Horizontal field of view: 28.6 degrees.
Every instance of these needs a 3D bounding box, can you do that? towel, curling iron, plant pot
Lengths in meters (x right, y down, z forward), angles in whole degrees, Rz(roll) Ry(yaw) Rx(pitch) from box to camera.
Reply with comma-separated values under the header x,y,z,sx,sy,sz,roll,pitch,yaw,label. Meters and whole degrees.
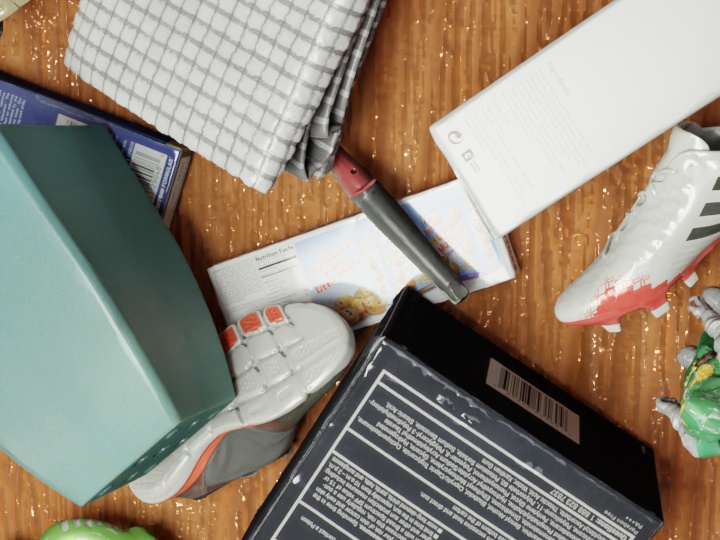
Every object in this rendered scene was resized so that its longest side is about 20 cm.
x,y,z,sx,sy,sz,roll,pitch,yaw,label
-0.077,-0.162,0.878,0.199,0.085,0.167,31,105,26,towel
0.006,-0.061,0.898,0.049,0.026,0.201,-38,76,18,curling iron
-0.182,0.033,0.879,0.141,0.141,0.201,-39,82,18,plant pot

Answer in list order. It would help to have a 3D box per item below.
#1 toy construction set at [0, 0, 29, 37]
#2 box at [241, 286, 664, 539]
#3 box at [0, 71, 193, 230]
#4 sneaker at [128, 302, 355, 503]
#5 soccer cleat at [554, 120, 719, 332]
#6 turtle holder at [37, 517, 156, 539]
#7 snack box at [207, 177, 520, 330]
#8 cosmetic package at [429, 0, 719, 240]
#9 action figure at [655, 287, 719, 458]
x,y,z,sx,sy,sz,roll,pitch,yaw,label
-0.239,-0.219,0.912,0.200,0.092,0.132,-39,65,19,toy construction set
0.050,0.154,0.885,0.199,0.123,0.199,34,106,0,box
-0.222,-0.062,0.974,0.198,0.032,0.122,22,104,9,box
-0.069,0.090,0.942,0.199,0.082,0.078,-35,54,27,sneaker
0.192,-0.040,0.846,0.199,0.069,0.085,-34,106,13,soccer cleat
-0.216,0.260,0.990,0.131,0.141,0.187,34,67,-8,turtle holder
0.000,0.000,0.931,0.198,0.024,0.073,-19,94,17,snack box
0.149,-0.110,0.828,0.199,0.113,0.082,-32,91,20,cosmetic package
0.200,0.057,0.796,0.054,0.200,0.119,20,103,11,action figure
